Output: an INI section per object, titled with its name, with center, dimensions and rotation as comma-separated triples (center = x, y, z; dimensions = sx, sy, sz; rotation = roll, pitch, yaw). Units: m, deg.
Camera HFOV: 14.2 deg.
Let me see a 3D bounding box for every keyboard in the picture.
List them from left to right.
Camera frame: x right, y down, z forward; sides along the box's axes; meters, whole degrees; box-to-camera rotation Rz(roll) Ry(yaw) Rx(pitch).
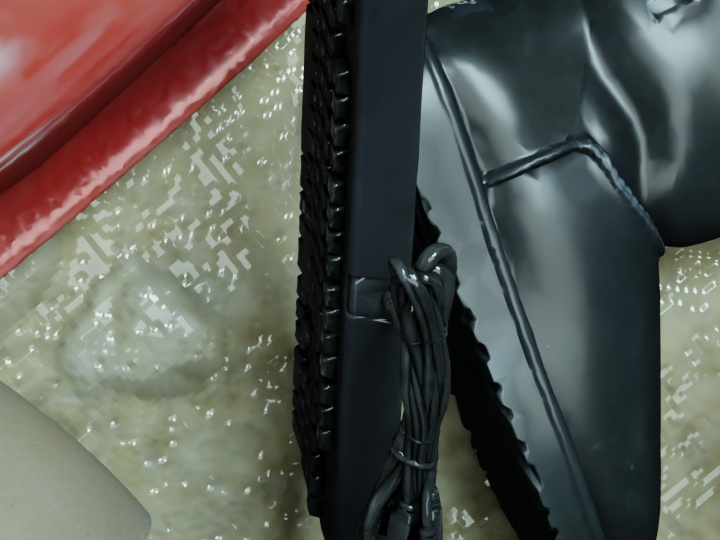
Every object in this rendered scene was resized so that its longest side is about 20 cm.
[keyboard]
center = 0.000, 0.000, 0.749
dimensions = 0.021, 0.127, 0.200
rotation = -8, 130, -13

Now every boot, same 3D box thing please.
[boot]
center = 0.095, -0.017, 0.833
dimensions = 0.162, 0.073, 0.198
rotation = -23, 102, -11

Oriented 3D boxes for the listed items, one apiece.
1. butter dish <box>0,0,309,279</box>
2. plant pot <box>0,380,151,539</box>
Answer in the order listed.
[butter dish]
center = -0.109, -0.106, 0.748
dimensions = 0.200, 0.148, 0.199
rotation = -41, 102, -1
[plant pot]
center = -0.174, 0.076, 0.742
dimensions = 0.200, 0.200, 0.134
rotation = -39, 96, -1
